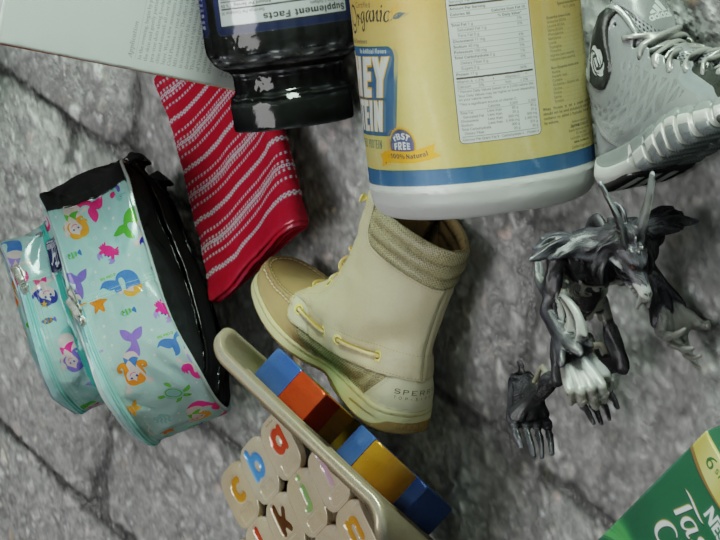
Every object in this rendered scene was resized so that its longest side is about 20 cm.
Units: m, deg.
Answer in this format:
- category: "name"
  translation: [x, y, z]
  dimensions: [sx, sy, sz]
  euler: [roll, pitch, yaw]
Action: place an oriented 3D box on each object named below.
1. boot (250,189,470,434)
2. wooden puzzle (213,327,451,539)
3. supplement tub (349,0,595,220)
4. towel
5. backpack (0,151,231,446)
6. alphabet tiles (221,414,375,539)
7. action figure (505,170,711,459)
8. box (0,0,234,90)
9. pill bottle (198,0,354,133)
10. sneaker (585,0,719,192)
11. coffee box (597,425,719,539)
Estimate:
- category: "boot"
  translation: [0.000, 0.000, 1.845]
  dimensions: [0.200, 0.072, 0.156]
  euler: [45, 130, 47]
- category: "wooden puzzle"
  translation: [-0.002, 0.129, 1.825]
  dimensions: [0.046, 0.185, 0.200]
  euler: [-43, 59, 0]
- category: "supplement tub"
  translation: [0.067, -0.140, 1.644]
  dimensions: [0.144, 0.144, 0.202]
  euler: [4, 103, 54]
- category: "towel"
  translation: [-0.098, -0.092, 1.974]
  dimensions: [0.145, 0.022, 0.201]
  euler: [-41, 58, 51]
- category: "backpack"
  translation: [-0.179, 0.035, 2.018]
  dimensions: [0.201, 0.150, 0.178]
  euler: [62, -179, 13]
- category: "alphabet tiles"
  translation: [-0.042, 0.215, 2.014]
  dimensions: [0.196, 0.015, 0.200]
  euler: [63, 142, 20]
- category: "action figure"
  translation: [0.152, 0.032, 1.605]
  dimensions: [0.102, 0.118, 0.201]
  euler: [58, 153, 28]
- category: "box"
  translation: [-0.184, -0.197, 1.904]
  dimensions: [0.124, 0.199, 0.098]
  euler: [19, 98, 60]
- category: "pill bottle"
  translation: [-0.059, -0.200, 1.832]
  dimensions: [0.112, 0.111, 0.202]
  euler: [3, 102, 54]
- category: "sneaker"
  translation: [0.187, -0.125, 1.544]
  dimensions: [0.200, 0.075, 0.116]
  euler: [-27, 76, 55]
- category: "coffee box"
  translation: [0.206, 0.191, 1.634]
  dimensions: [0.123, 0.044, 0.200]
  euler: [63, 142, 21]
